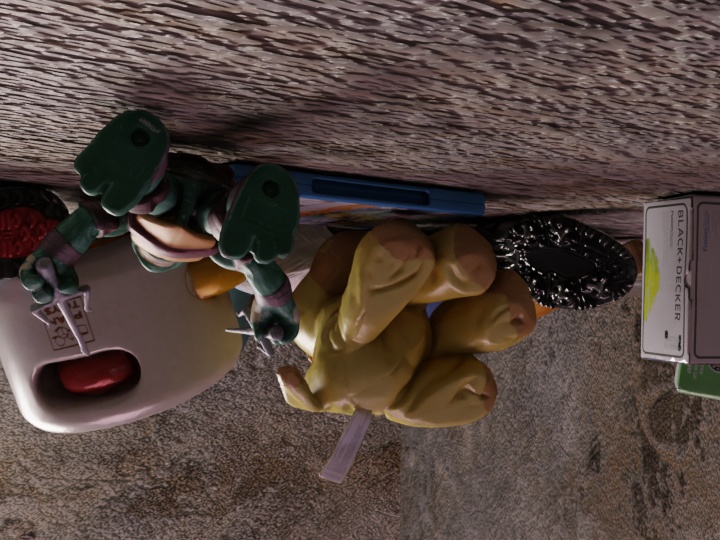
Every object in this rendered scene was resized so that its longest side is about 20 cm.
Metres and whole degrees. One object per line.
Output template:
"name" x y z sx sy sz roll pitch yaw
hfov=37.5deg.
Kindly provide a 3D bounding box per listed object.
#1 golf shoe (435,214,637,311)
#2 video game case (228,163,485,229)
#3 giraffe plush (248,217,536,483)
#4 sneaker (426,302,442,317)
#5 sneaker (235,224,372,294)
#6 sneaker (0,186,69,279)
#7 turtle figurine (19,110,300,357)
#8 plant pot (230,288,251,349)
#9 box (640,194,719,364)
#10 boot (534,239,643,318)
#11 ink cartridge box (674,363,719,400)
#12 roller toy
"golf shoe" 0.154 -0.014 0.902 0.199 0.078 0.094 8 -167 42
"video game case" -0.035 -0.047 0.722 0.199 0.018 0.143 3 176 -38
"giraffe plush" 0.007 0.036 0.798 0.172 0.200 0.162 41 -177 -30
"sneaker" 0.000 0.000 0.970 0.199 0.078 0.070 2 -164 1
"sneaker" -0.026 -0.012 0.911 0.199 0.072 0.072 4 178 -3
"sneaker" -0.303 -0.022 0.714 0.199 0.080 0.095 4 178 -44
"turtle figurine" -0.099 -0.015 0.551 0.149 0.101 0.200 3 165 -15
"plant pot" -0.269 0.074 1.780 0.199 0.162 0.201 0 177 0
"box" 0.303 0.008 0.763 0.199 0.117 0.060 0 180 -18
"boot" 0.196 0.017 1.060 0.144 0.071 0.201 -27 170 32
"ink cartridge box" 0.371 0.046 0.871 0.199 0.146 0.087 9 179 16
"roller toy" -0.194 0.030 0.831 0.182 0.141 0.199 -26 -162 -35
